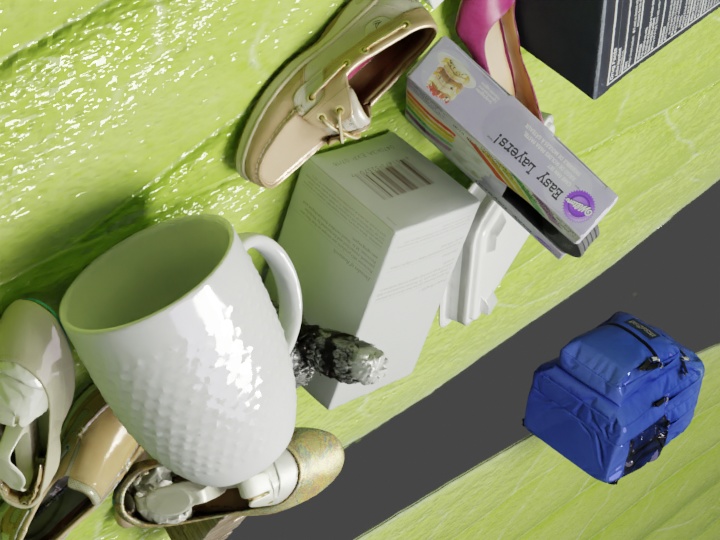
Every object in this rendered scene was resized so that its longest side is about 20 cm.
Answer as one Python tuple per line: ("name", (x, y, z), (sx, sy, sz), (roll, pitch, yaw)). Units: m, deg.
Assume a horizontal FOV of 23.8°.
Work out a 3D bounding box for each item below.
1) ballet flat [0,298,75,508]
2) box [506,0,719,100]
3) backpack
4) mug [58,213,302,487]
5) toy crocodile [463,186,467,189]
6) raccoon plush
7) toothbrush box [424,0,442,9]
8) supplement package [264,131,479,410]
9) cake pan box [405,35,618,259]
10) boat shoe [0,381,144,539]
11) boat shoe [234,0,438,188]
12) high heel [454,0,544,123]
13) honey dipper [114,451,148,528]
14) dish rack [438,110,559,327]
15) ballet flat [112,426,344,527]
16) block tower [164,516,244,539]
("ballet flat", (-0.258, 0.110, 1.310), (0.069, 0.069, 0.201), (-29, 146, -32))
("box", (0.231, -0.292, 1.459), (0.198, 0.123, 0.201), (-36, 148, -24))
("backpack", (0.329, 0.143, 2.100), (0.199, 0.162, 0.169), (-21, 139, -39))
("mug", (-0.112, 0.055, 1.320), (0.200, 0.147, 0.176), (-49, 126, -37))
("toy crocodile", (0.045, 0.005, 1.628), (0.200, 0.062, 0.067), (-50, 152, 1))
("raccoon plush", (-0.079, 0.108, 1.444), (0.096, 0.199, 0.135), (-6, 111, -45))
("toothbrush box", (0.081, -0.317, 1.253), (0.200, 0.086, 0.146), (-46, 152, -7))
("supplement package", (0.000, 0.000, 1.498), (0.116, 0.117, 0.201), (-20, 141, -45))
("cake pan box", (0.123, -0.094, 1.417), (0.052, 0.200, 0.184), (-47, 177, -1))
("boat shoe", (-0.223, 0.165, 1.406), (0.071, 0.076, 0.201), (33, 98, -22))
("boat shoe", (-0.018, -0.139, 1.351), (0.200, 0.069, 0.074), (-51, 152, 3))
("high heel", (0.133, -0.185, 1.473), (0.067, 0.096, 0.201), (-48, 157, -27))
("honey dipper", (-0.193, 0.162, 1.512), (0.038, 0.038, 0.201), (-23, 144, -39))
("dish rack", (0.138, -0.050, 1.647), (0.201, 0.043, 0.172), (-56, 159, -35))
("ballet flat", (-0.112, 0.177, 1.425), (0.198, 0.071, 0.071), (-10, 149, 6))
("block tower", (-0.135, 0.211, 1.557), (0.054, 0.058, 0.200), (-28, 167, -25))
